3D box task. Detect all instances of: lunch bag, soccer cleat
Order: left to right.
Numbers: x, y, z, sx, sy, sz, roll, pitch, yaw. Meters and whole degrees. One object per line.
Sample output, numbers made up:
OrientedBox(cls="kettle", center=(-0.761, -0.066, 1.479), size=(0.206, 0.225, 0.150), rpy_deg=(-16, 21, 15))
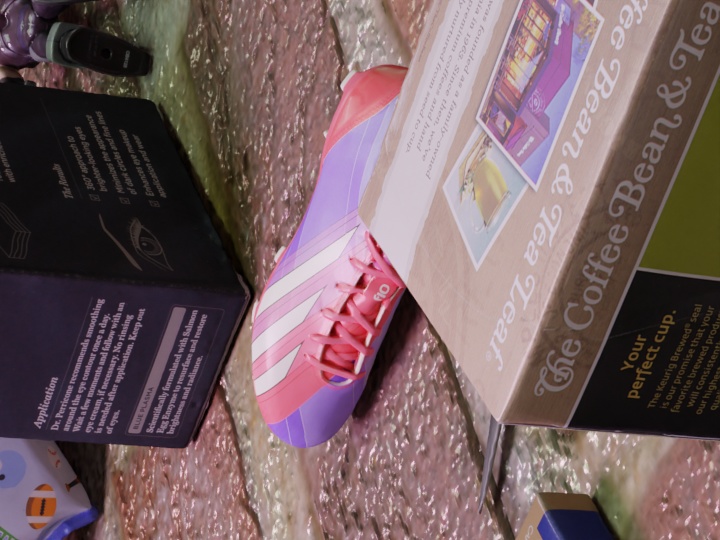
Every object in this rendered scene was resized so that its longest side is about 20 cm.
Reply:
OrientedBox(cls="lunch bag", center=(-0.271, 0.094, 1.565), size=(0.200, 0.124, 0.170), rpy_deg=(20, 145, 59))
OrientedBox(cls="soccer cleat", center=(0.000, 0.000, 1.203), size=(0.076, 0.066, 0.201), rpy_deg=(40, 117, 52))

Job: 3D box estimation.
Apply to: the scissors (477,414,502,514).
OrientedBox(cls="scissors", center=(0.069, 0.005, 1.125), size=(0.073, 0.014, 0.201), rpy_deg=(45, 125, 53))

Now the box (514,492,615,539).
OrientedBox(cls="box", center=(0.097, 0.199, 1.014), size=(0.200, 0.032, 0.122), rpy_deg=(59, 135, 47))

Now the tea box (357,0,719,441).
OrientedBox(cls="tea box", center=(0.133, -0.060, 0.820), size=(0.134, 0.196, 0.201), rpy_deg=(56, 132, 50))

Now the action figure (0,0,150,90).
OrientedBox(cls="action figure", center=(-0.198, -0.154, 1.601), size=(0.200, 0.069, 0.131), rpy_deg=(-174, 83, -66))

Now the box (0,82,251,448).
OrientedBox(cls="box", center=(-0.195, -0.009, 1.422), size=(0.118, 0.199, 0.197), rpy_deg=(-67, 32, 29))
